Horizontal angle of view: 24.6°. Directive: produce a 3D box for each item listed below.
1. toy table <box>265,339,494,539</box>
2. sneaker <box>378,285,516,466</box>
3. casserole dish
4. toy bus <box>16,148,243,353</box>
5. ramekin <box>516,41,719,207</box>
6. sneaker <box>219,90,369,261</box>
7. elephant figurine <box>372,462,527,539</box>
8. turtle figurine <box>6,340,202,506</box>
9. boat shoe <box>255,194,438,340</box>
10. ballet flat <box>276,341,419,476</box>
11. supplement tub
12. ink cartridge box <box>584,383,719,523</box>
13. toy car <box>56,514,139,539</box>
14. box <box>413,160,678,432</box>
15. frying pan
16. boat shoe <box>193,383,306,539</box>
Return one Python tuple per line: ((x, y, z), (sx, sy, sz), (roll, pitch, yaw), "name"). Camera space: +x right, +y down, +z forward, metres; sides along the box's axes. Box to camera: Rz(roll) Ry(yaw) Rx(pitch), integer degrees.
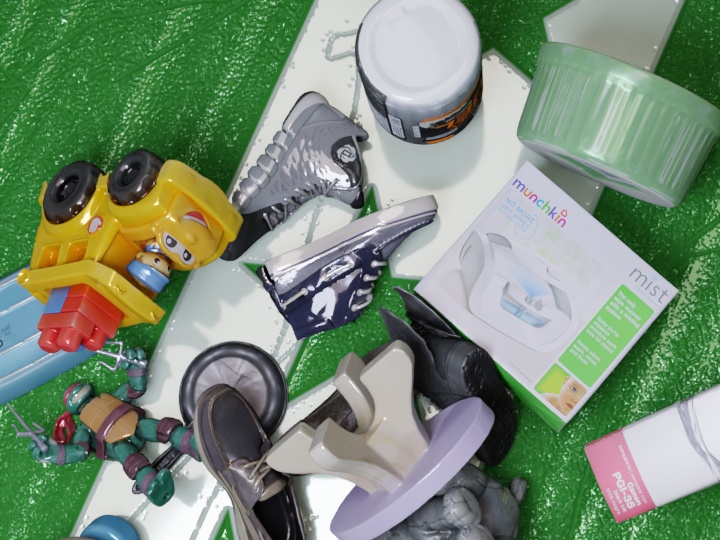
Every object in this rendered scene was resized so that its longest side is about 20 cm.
((0.014, 0.158, 1.556), (0.117, 0.184, 0.200), (44, 102, -11), "toy table")
((0.086, 0.107, 1.627), (0.104, 0.201, 0.060), (22, 58, 36), "sneaker")
((-0.354, 0.060, 1.719), (0.199, 0.039, 0.122), (-28, 80, 1), "casserole dish")
((-0.236, -0.003, 1.612), (0.199, 0.136, 0.193), (-8, 52, 36), "toy bus")
((0.250, -0.139, 1.622), (0.199, 0.200, 0.098), (24, 91, 8), "ramekin")
((-0.058, -0.077, 1.697), (0.115, 0.075, 0.201), (31, 84, 6), "sneaker")
((0.049, 0.271, 1.615), (0.199, 0.155, 0.142), (-30, 42, 27), "elephant figurine")
((-0.249, 0.150, 1.664), (0.199, 0.101, 0.150), (28, 79, 25), "turtle figurine")
((0.000, 0.000, 1.687), (0.199, 0.075, 0.093), (-24, 87, 9), "boat shoe")
((-0.002, 0.141, 1.678), (0.200, 0.046, 0.067), (-40, 57, -7), "ballet flat")
((0.061, -0.196, 1.640), (0.121, 0.200, 0.124), (-1, 82, 5), "supplement tub")
((0.333, 0.155, 1.553), (0.199, 0.146, 0.083), (-28, 78, 30), "ink cartridge box")
((-0.266, 0.381, 1.621), (0.176, 0.184, 0.201), (29, 113, 8), "toy car")
((0.181, 0.027, 1.642), (0.200, 0.097, 0.177), (42, 83, 8), "box")
((-0.166, 0.142, 1.697), (0.189, 0.031, 0.116), (-21, 79, -1), "frying pan")
((-0.098, 0.200, 1.619), (0.074, 0.073, 0.201), (-36, 115, -31), "boat shoe")
